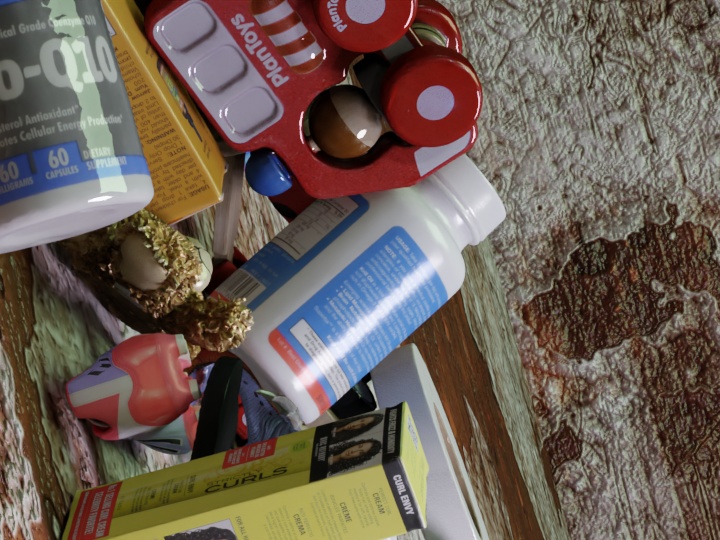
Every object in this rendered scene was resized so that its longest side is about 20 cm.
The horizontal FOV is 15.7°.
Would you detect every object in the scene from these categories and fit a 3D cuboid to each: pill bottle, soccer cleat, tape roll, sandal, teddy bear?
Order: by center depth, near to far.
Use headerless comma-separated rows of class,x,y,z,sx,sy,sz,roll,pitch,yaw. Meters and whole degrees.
pill bottle,-0.191,-0.118,1.413,0.114,0.114,0.200,8,65,-79
sandal,-0.084,0.141,1.555,0.075,0.045,0.200,-72,177,-55
soccer cleat,-0.135,0.078,1.579,0.200,0.076,0.067,106,-31,-80
teddy bear,-0.130,-0.009,1.605,0.145,0.067,0.200,27,-12,30
pill bottle,0.000,0.000,1.770,0.112,0.200,0.112,47,-9,10
tape roll,0.055,0.150,1.894,0.203,0.037,0.203,-21,90,-87

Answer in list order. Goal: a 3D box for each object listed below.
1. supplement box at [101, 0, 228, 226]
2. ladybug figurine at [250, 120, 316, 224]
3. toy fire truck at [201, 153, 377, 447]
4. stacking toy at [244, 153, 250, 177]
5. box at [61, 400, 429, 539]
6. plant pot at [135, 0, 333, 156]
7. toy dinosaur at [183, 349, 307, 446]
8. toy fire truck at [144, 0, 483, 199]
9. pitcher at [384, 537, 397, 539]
supplement box,-0.159,-0.124,1.666,0.200,0.069,0.067,58,14,-21
ladybug figurine,-0.031,-0.077,1.894,0.136,0.072,0.200,62,9,6
toy fire truck,-0.074,0.023,1.893,0.200,0.129,0.176,50,11,-15
stacking toy,-0.110,-0.128,2.033,0.200,0.085,0.085,23,51,-69
box,-0.063,0.133,1.454,0.075,0.200,0.050,-82,154,-66
plant pot,-0.113,-0.176,1.811,0.175,0.200,0.200,-168,-119,-82
toy dinosaur,-0.060,0.141,1.750,0.182,0.105,0.200,67,9,21
toy fire truck,-0.023,-0.131,1.688,0.200,0.168,0.112,54,10,-28
pitcher,-0.007,0.215,1.550,0.172,0.121,0.200,134,-46,-74
